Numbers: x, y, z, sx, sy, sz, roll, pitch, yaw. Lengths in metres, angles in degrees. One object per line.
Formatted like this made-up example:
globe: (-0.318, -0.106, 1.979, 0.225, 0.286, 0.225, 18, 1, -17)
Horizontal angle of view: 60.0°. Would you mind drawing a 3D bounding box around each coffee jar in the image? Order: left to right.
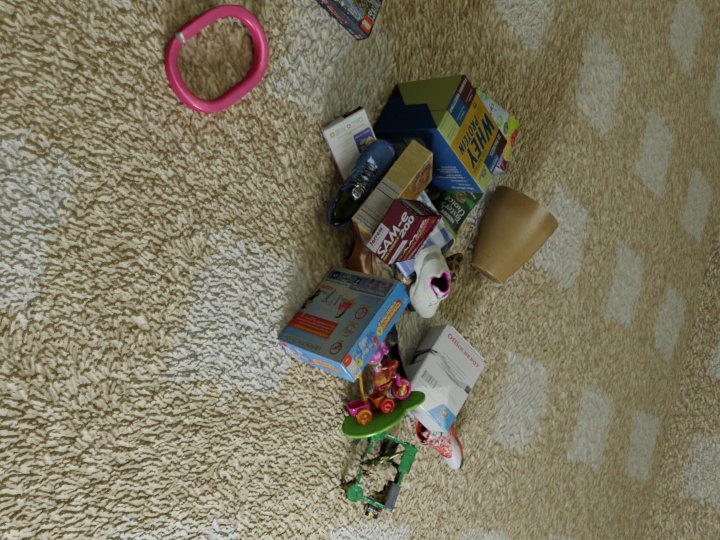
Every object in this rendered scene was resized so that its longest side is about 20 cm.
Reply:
coffee jar: (0.202, -0.139, 1.453, 0.104, 0.085, 0.202, 40, 68, -16)

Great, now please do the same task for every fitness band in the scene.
fitness band: (-0.238, -0.358, 1.052, 0.200, 0.037, 0.146, -46, 125, -27)

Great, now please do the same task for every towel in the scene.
towel: (0.100, -0.105, 1.349, 0.146, 0.024, 0.202, -37, 108, -3)

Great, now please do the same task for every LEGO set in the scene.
LEGO set: (0.035, 0.439, 1.402, 0.150, 0.116, 0.206, 17, 80, -13)

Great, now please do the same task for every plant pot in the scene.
plant pot: (0.370, -0.077, 1.584, 0.185, 0.185, 0.203, 35, 88, -40)

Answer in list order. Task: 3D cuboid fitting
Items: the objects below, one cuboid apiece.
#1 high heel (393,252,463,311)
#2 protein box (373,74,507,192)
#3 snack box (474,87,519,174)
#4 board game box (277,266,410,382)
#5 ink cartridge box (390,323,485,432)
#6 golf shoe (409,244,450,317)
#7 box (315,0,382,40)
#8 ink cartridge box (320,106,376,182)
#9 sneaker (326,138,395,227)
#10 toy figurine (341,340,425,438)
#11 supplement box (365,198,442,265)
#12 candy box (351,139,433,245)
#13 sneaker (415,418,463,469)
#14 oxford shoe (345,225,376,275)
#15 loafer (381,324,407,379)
high heel: (0.163, -0.016, 1.448, 0.199, 0.071, 0.145, -40, 128, -21)
protein box: (0.169, -0.285, 1.331, 0.200, 0.196, 0.137, 42, 70, -38)
snack box: (0.311, -0.342, 1.553, 0.197, 0.052, 0.147, 20, 81, -42)
board game box: (-0.034, 0.095, 1.200, 0.197, 0.197, 0.056, -52, 128, -22)
ink cartridge box: (0.185, 0.252, 1.473, 0.145, 0.084, 0.201, 44, 64, -13)
golf shoe: (0.155, 0.043, 1.365, 0.073, 0.092, 0.204, -19, 136, -16)
box: (-0.035, -0.568, 1.207, 0.198, 0.037, 0.140, 29, 77, -41)
ink cartridge box: (0.001, -0.218, 1.270, 0.093, 0.037, 0.204, -28, 116, -5)
sneaker: (0.004, -0.163, 1.217, 0.077, 0.089, 0.202, 32, 101, -8)
toy figurine: (0.025, 0.219, 1.311, 0.195, 0.150, 0.189, -20, 101, -11)
supplement box: (0.090, -0.078, 1.222, 0.110, 0.060, 0.199, -58, 165, 16)
candy box: (0.066, -0.144, 1.231, 0.202, 0.055, 0.116, -53, 165, -10)
sneaker: (0.191, 0.422, 1.549, 0.106, 0.066, 0.207, -24, 108, -37)
oxford shoe: (0.000, 0.000, 1.321, 0.069, 0.071, 0.207, -1, 100, -12)
loafer: (0.067, 0.165, 1.384, 0.072, 0.062, 0.205, -37, 125, -41)
